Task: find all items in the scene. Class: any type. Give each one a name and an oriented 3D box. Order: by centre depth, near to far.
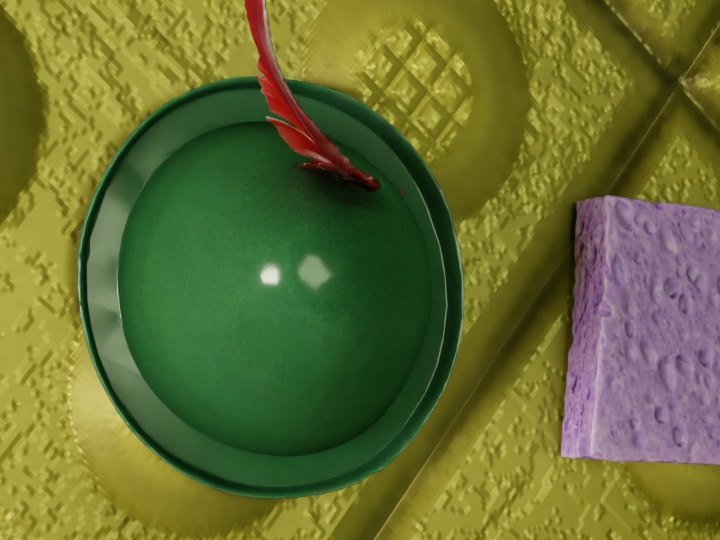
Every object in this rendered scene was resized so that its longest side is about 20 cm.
[{"bbox_3d":[0.000,0.000,0.852,0.199,0.176,0.167,11,82,-30],"label":"hat"},{"bbox_3d":[0.178,0.032,1.046,0.199,0.030,0.112,6,84,-30],"label":"sponge"}]
